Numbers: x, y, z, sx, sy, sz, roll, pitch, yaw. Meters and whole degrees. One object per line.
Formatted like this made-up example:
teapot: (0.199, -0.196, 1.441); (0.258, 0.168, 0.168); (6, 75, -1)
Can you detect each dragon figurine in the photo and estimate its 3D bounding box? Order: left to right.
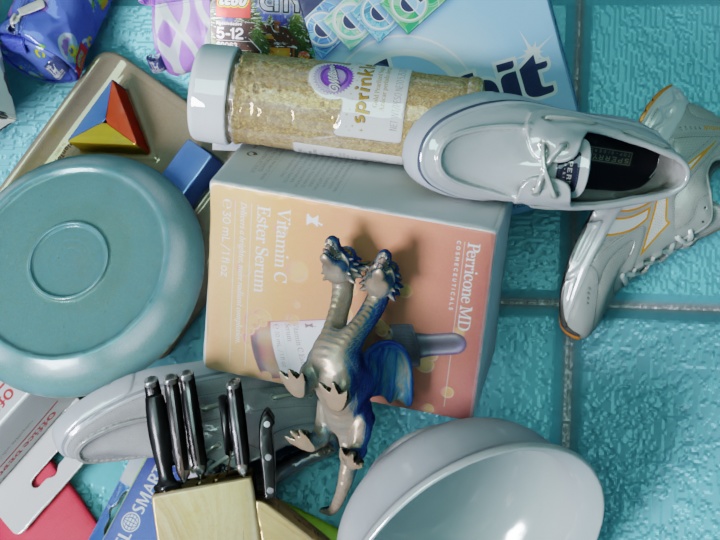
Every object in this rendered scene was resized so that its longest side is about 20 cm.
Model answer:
dragon figurine: (-0.002, 0.075, 0.882); (0.059, 0.201, 0.099); (13, 42, 29)

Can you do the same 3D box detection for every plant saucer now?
plant saucer: (-0.217, -0.003, 1.008); (0.199, 0.027, 0.201); (-3, 68, 8)

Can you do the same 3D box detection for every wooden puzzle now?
wooden puzzle: (-0.187, -0.057, 1.067); (0.200, 0.046, 0.186); (36, 88, 15)

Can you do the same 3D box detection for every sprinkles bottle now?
sprinkles bottle: (-0.016, -0.112, 0.920); (0.199, 0.068, 0.069); (7, 81, 4)

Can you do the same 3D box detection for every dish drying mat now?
dish drying mat: (-0.214, 0.244, 1.031); (0.077, 0.018, 0.200); (-39, 75, 1)

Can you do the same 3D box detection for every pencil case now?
pencil case: (-0.236, -0.251, 1.089); (0.078, 0.087, 0.201); (16, 80, 18)
pencil case: (-0.071, -0.209, 1.051); (0.199, 0.086, 0.084); (-8, 51, 8)

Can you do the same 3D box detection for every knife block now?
knife block: (-0.114, 0.176, 0.908); (0.175, 0.064, 0.200); (36, 87, -1)

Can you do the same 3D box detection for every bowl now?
bowl: (0.061, 0.171, 0.921); (0.201, 0.201, 0.090); (-38, 43, 3)

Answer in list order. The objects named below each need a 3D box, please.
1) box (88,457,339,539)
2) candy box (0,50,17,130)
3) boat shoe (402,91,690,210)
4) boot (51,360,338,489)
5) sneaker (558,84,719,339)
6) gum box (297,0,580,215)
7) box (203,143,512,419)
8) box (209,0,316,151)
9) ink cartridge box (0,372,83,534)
box: (-0.111, 0.214, 0.989); (0.199, 0.048, 0.122); (23, 73, 14)
candy box: (-0.375, -0.144, 1.076); (0.200, 0.061, 0.137); (-26, 74, 31)
boat shoe: (0.127, -0.075, 0.873); (0.199, 0.065, 0.074); (-5, 112, -24)
boot: (-0.115, 0.121, 0.967); (0.199, 0.074, 0.096); (-17, 56, -18)
sneaker: (0.214, -0.032, 0.968); (0.092, 0.076, 0.201); (28, 87, 11)
gum box: (0.066, -0.131, 0.962); (0.169, 0.045, 0.201); (-14, 111, 12)
box: (0.000, 0.000, 0.948); (0.199, 0.106, 0.153); (10, 118, 11)
box: (-0.013, -0.155, 1.005); (0.199, 0.038, 0.137); (3, 114, 4)
ink cartridge box: (-0.306, 0.097, 1.041); (0.200, 0.067, 0.116); (40, 89, 22)
